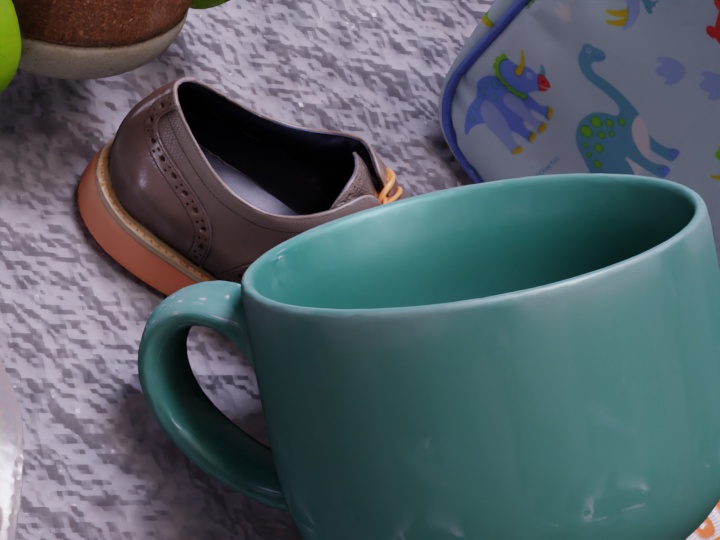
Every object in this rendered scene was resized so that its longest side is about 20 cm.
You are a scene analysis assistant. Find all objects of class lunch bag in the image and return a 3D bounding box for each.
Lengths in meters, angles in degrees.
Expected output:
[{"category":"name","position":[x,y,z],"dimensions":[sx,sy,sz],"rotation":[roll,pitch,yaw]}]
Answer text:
[{"category":"lunch bag","position":[0.130,-0.076,1.048],"dimensions":[0.161,0.200,0.082],"rotation":[43,46,3]}]

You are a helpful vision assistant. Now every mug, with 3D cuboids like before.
[{"category":"mug","position":[0.036,0.042,0.924],"dimensions":[0.152,0.185,0.115],"rotation":[-21,107,-33]}]

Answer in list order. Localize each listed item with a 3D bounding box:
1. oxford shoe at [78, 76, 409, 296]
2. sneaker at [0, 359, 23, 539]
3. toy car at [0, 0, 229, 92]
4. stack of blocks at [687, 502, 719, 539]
[{"category":"oxford shoe","position":[0.000,0.000,0.998],"dimensions":[0.200,0.073,0.071],"rotation":[27,47,-14]},{"category":"sneaker","position":[-0.158,0.032,0.883],"dimensions":[0.080,0.071,0.200],"rotation":[8,46,-27]},{"category":"toy car","position":[-0.113,-0.178,0.950],"dimensions":[0.158,0.200,0.164],"rotation":[34,39,25]},{"category":"stack of blocks","position":[0.087,0.151,0.954],"dimensions":[0.200,0.059,0.115],"rotation":[-22,72,-41]}]
